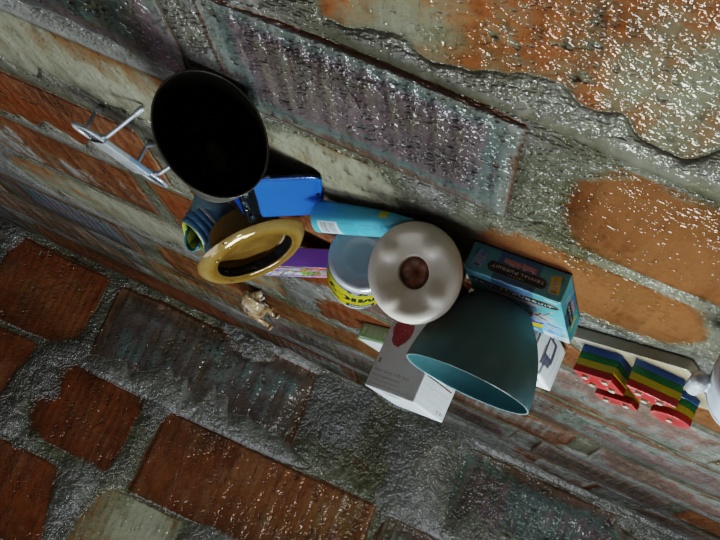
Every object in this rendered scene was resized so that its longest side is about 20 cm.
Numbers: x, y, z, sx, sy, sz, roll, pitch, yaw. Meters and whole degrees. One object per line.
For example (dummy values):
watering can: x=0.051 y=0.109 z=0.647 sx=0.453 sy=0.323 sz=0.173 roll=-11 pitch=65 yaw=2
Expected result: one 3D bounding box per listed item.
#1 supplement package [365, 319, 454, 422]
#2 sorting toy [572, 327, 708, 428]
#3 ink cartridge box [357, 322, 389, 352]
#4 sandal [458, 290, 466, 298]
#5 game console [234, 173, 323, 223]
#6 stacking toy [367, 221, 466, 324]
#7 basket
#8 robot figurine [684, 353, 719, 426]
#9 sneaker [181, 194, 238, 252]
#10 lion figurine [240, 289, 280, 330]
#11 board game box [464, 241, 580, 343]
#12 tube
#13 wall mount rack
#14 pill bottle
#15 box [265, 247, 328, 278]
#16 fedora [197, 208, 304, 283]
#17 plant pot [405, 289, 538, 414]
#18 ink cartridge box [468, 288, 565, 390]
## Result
supplement package: x=0.119 y=0.156 z=1.946 sx=0.120 sy=0.202 sz=0.120 roll=15 pitch=164 yaw=39
sorting toy: x=0.456 y=0.184 z=1.698 sx=0.197 sy=0.070 sz=0.200 roll=16 pitch=164 yaw=38
ink cartridge box: x=0.106 y=0.188 z=2.460 sx=0.199 sy=0.048 sz=0.145 roll=11 pitch=161 yaw=49
sandal: x=0.141 y=0.050 z=1.766 sx=0.045 sy=0.076 sz=0.200 roll=8 pitch=163 yaw=31
game console: x=-0.152 y=-0.155 z=1.648 sx=0.172 sy=0.118 sz=0.200 roll=56 pitch=171 yaw=10
stacking toy: x=0.108 y=0.003 z=1.575 sx=0.145 sy=0.148 sz=0.200 roll=21 pitch=-173 yaw=21
basket: x=-0.201 y=-0.166 z=1.439 sx=0.181 sy=0.135 sz=0.200 roll=54 pitch=173 yaw=1
robot figurine: x=0.511 y=0.153 z=1.361 sx=0.168 sy=0.114 sz=0.200 roll=7 pitch=163 yaw=14
sneaker: x=-0.252 y=-0.074 z=1.900 sx=0.079 sy=0.131 sz=0.200 roll=25 pitch=169 yaw=40
lion figurine: x=-0.284 y=0.097 z=2.819 sx=0.122 sy=0.073 sz=0.200 roll=37 pitch=169 yaw=-15
board game box: x=0.245 y=0.036 z=1.568 sx=0.150 sy=0.047 sz=0.200 roll=21 pitch=167 yaw=22
tube: x=0.015 y=-0.073 z=1.593 sx=0.198 sy=0.051 sz=0.077 roll=9 pitch=173 yaw=35
wall mount rack: x=-0.370 y=-0.213 z=1.734 sx=0.199 sy=0.075 sz=0.173 roll=36 pitch=168 yaw=-38
pill bottle: x=0.000 y=0.000 z=1.757 sx=0.113 sy=0.115 sz=0.200 roll=25 pitch=168 yaw=4
box: x=-0.142 y=-0.015 z=1.969 sx=0.197 sy=0.040 sz=0.137 roll=2 pitch=173 yaw=-12
fedora: x=-0.197 y=-0.055 z=1.818 sx=0.082 sy=0.199 sz=0.201 roll=64 pitch=-177 yaw=23
plant pot: x=0.185 y=0.110 z=1.561 sx=0.198 sy=0.136 sz=0.200 roll=26 pitch=168 yaw=6
ink cartridge box: x=0.258 y=0.120 z=1.795 sx=0.144 sy=0.085 sz=0.200 roll=19 pitch=166 yaw=26
